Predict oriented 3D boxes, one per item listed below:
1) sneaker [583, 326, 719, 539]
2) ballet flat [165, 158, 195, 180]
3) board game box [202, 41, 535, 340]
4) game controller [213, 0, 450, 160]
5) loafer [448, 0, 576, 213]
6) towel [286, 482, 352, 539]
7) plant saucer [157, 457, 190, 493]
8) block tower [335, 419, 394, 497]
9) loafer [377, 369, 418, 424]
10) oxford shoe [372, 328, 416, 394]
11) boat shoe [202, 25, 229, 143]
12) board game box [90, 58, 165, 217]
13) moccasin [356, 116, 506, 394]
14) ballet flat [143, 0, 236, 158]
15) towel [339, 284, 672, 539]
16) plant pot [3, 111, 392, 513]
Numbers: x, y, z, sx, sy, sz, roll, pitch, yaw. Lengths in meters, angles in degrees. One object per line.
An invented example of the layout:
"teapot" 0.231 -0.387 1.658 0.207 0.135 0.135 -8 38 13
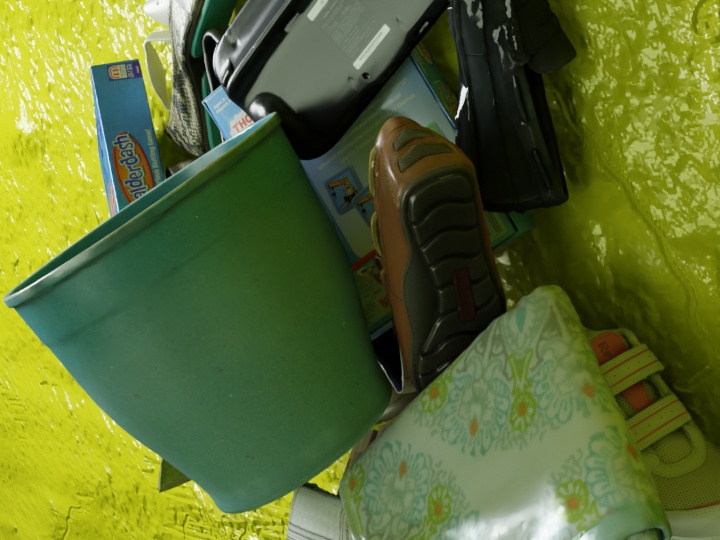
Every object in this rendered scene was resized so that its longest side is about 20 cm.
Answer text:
"sneaker" 0.150 0.086 0.783 0.199 0.081 0.089 33 137 38
"ballet flat" -0.137 -0.034 1.122 0.068 0.046 0.201 60 161 23
"board game box" 0.001 -0.072 0.868 0.151 0.037 0.201 -35 81 27
"game controller" -0.012 -0.164 0.821 0.104 0.042 0.200 43 118 2
"loafer" 0.088 -0.130 0.752 0.070 0.068 0.203 1 114 16
"towel" -0.013 0.263 0.951 0.199 0.034 0.195 5 88 60
"plant saucer" -0.106 0.063 1.032 0.200 0.047 0.202 -12 -69 -88
"block tower" 0.055 0.133 0.951 0.054 0.058 0.200 28 152 -17
"loafer" -0.020 0.064 1.007 0.199 0.076 0.068 12 125 51
"oxford shoe" 0.000 0.000 0.938 0.200 0.074 0.071 49 147 23
"boat shoe" -0.078 -0.081 0.957 0.069 0.056 0.202 -23 72 62
"board game box" -0.186 -0.049 1.102 0.152 0.044 0.202 108 149 -64
"moccasin" 0.039 -0.001 0.788 0.078 0.073 0.202 58 171 46
"ballet flat" -0.132 -0.173 1.008 0.075 0.068 0.201 22 135 14
"towel" 0.072 0.131 0.749 0.200 0.048 0.172 -46 43 27
"plant pot" -0.083 0.037 0.815 0.189 0.200 0.199 57 148 -11
